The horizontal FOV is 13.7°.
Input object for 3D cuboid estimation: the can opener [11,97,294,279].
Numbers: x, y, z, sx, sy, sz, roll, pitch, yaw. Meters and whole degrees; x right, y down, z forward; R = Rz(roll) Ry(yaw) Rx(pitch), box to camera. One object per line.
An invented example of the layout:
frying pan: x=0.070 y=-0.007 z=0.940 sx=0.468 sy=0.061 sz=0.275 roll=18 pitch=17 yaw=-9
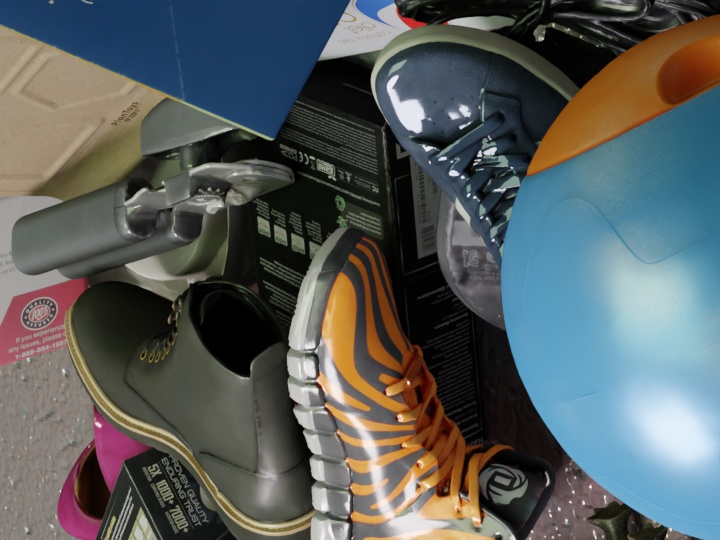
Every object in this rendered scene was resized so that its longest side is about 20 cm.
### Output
can opener: x=-0.106 y=-0.044 z=1.490 sx=0.200 sy=0.053 sz=0.067 roll=-16 pitch=73 yaw=51

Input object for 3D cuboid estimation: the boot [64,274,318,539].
boot: x=-0.082 y=0.031 z=1.457 sx=0.200 sy=0.077 sz=0.138 roll=37 pitch=152 yaw=35

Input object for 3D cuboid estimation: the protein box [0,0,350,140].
protein box: x=-0.095 y=-0.197 z=1.293 sx=0.199 sy=0.200 sz=0.135 roll=-61 pitch=32 yaw=13

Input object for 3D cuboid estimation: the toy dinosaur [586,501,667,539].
toy dinosaur: x=0.130 y=0.169 z=1.360 sx=0.200 sy=0.077 sz=0.102 roll=2 pitch=120 yaw=48

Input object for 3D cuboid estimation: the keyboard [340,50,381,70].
keyboard: x=0.023 y=-0.077 z=1.439 sx=0.200 sy=0.011 sz=0.056 roll=46 pitch=144 yaw=33

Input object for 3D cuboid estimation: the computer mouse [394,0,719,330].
computer mouse: x=0.082 y=-0.059 z=1.297 sx=0.053 sy=0.138 sz=0.200 roll=-78 pitch=-8 yaw=-49

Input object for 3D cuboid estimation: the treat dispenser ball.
treat dispenser ball: x=0.153 y=0.003 z=1.113 sx=0.201 sy=0.201 sz=0.201 roll=29 pitch=128 yaw=46

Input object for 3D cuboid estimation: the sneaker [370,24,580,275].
sneaker: x=0.078 y=-0.016 z=1.241 sx=0.200 sy=0.085 sz=0.075 roll=43 pitch=125 yaw=-19

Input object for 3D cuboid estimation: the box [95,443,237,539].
box: x=-0.065 y=0.184 z=1.579 sx=0.164 sy=0.086 sz=0.200 roll=61 pitch=160 yaw=15

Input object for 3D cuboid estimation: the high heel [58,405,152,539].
high heel: x=-0.147 y=0.104 z=1.669 sx=0.200 sy=0.096 sz=0.067 roll=-40 pitch=55 yaw=48

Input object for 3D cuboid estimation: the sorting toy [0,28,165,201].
sorting toy: x=-0.184 y=-0.087 z=1.460 sx=0.185 sy=0.200 sz=0.037 roll=-41 pitch=54 yaw=48

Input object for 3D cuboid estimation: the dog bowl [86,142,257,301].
dog bowl: x=-0.105 y=-0.069 z=1.581 sx=0.200 sy=0.059 sz=0.200 roll=28 pitch=126 yaw=46

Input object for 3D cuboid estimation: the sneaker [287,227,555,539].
sneaker: x=0.034 y=0.072 z=1.381 sx=0.112 sy=0.078 sz=0.200 roll=11 pitch=130 yaw=24

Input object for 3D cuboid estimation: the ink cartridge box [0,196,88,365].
ink cartridge box: x=-0.228 y=-0.048 z=1.584 sx=0.085 sy=0.146 sz=0.200 roll=30 pitch=128 yaw=48

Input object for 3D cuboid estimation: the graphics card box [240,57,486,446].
graphics card box: x=0.000 y=0.000 z=1.462 sx=0.125 sy=0.051 sz=0.200 roll=24 pitch=128 yaw=49

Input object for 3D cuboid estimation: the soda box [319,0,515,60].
soda box: x=0.010 y=-0.144 z=1.355 sx=0.200 sy=0.064 sz=0.068 roll=-5 pitch=68 yaw=56
